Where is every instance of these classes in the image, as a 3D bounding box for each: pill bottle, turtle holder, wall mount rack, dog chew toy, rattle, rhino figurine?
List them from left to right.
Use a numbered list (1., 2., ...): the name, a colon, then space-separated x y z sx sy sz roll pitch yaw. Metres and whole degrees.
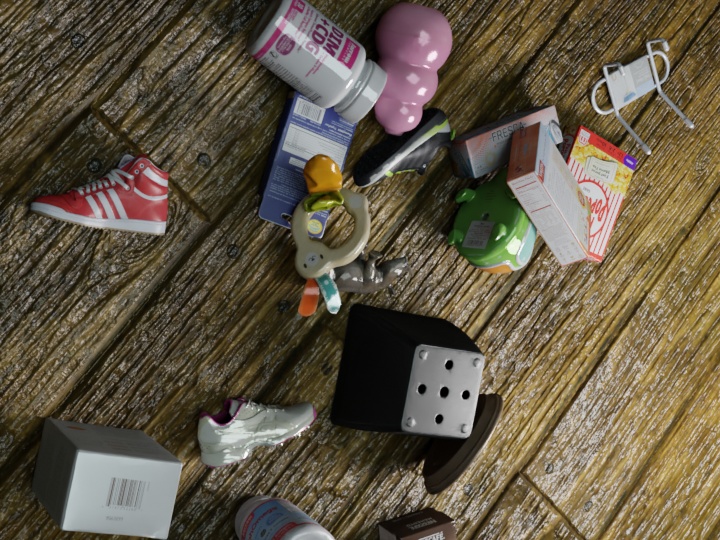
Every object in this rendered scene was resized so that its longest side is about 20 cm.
1. pill bottle: -0.119 0.411 1.614 0.107 0.199 0.111 -3 97 -27
2. pill bottle: -0.063 -0.318 1.598 0.199 0.113 0.115 34 80 -20
3. rattle: -0.056 -0.045 1.573 0.128 0.143 0.203 22 74 -3
4. rhino figurine: 0.000 0.000 1.706 0.197 0.060 0.089 4 122 -29
5. dog chew toy: 0.074 -0.316 1.684 0.123 0.124 0.204 7 101 -28
6. turtle holder: 0.232 -0.081 1.798 0.131 0.139 0.188 39 38 -41
7. wall mount rack: 0.522 -0.319 1.944 0.198 0.074 0.176 -29 109 -21

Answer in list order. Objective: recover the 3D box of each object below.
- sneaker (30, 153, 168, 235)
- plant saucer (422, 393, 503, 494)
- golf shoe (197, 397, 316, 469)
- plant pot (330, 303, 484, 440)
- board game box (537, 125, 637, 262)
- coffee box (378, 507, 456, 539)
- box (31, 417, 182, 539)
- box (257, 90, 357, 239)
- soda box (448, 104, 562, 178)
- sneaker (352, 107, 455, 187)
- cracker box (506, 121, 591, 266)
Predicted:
1. sneaker: -0.361 -0.116 1.497 0.197 0.071 0.115 6 97 -36
2. plant saucer: 0.164 0.281 1.761 0.029 0.200 0.201 37 78 -5
3. golf shoe: -0.161 0.233 1.646 0.197 0.075 0.093 -20 102 -26
4. plant pot: 0.091 0.179 1.714 0.197 0.177 0.203 11 91 -29
5. board game box: 0.402 -0.137 1.917 0.150 0.046 0.203 23 85 -28
6. coffee box: 0.104 0.524 1.815 0.113 0.079 0.204 -11 101 -27
7. box: -0.355 0.286 1.474 0.150 0.199 0.108 13 89 -28
8. box: -0.086 -0.163 1.661 0.120 0.032 0.203 19 86 -28
9. soda box: 0.247 -0.221 1.815 0.198 0.063 0.070 -24 106 -23
10. sneaker: 0.079 -0.181 1.725 0.199 0.071 0.084 -38 121 -15
11. cracker box: 0.316 -0.126 1.766 0.201 0.057 0.135 52 35 -30
